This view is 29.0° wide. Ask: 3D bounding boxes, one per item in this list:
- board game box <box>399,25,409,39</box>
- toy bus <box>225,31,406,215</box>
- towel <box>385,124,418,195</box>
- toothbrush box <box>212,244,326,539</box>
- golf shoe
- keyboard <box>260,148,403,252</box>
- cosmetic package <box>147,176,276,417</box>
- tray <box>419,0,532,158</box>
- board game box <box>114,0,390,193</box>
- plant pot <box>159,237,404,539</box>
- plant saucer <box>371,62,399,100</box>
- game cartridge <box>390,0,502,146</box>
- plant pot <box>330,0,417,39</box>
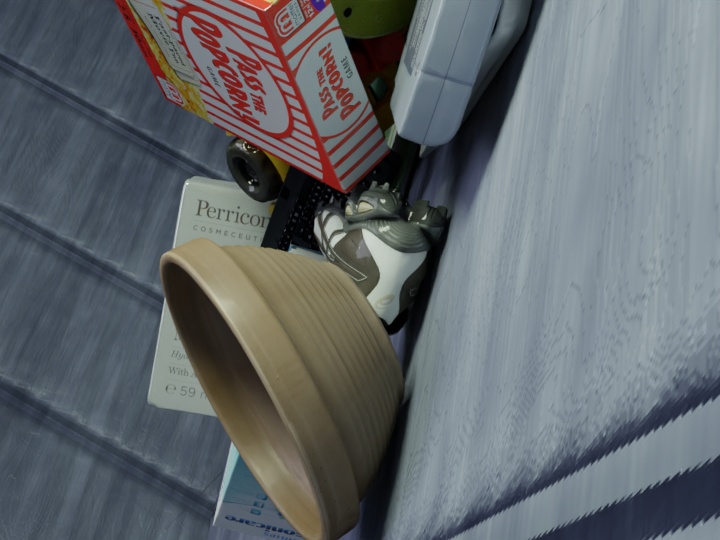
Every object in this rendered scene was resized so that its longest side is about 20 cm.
[{"bbox_3d":[0.082,-0.287,1.007,0.200,0.056,0.166,114,168,-57],"label":"board game box"},{"bbox_3d":[-0.028,-0.146,1.076,0.135,0.201,0.191,-38,24,-28],"label":"toy bus"},{"bbox_3d":[0.028,-0.106,1.213,0.200,0.023,0.154,-164,89,-84],"label":"towel"},{"bbox_3d":[-0.048,0.102,1.080,0.201,0.085,0.147,114,169,-51],"label":"toothbrush box"},{"bbox_3d":[0.000,0.000,0.945,0.200,0.077,0.095,141,144,-82],"label":"golf shoe"},{"bbox_3d":[-0.021,-0.030,1.074,0.040,0.103,0.200,-61,-2,-37],"label":"keyboard"},{"bbox_3d":[-0.095,0.026,1.276,0.165,0.163,0.202,-127,46,-83],"label":"cosmetic package"},{"bbox_3d":[0.077,-0.149,0.866,0.200,0.022,0.108,122,163,-71],"label":"tray"},{"bbox_3d":[-0.082,-0.149,0.899,0.046,0.199,0.152,-44,-43,-19],"label":"board game box"},{"bbox_3d":[-0.036,0.059,0.854,0.201,0.092,0.201,53,162,26],"label":"plant pot"},{"bbox_3d":[0.015,-0.189,1.318,0.200,0.036,0.202,20,-90,-81],"label":"plant saucer"},{"bbox_3d":[0.062,-0.176,0.805,0.133,0.041,0.202,-83,9,-74],"label":"game cartridge"},{"bbox_3d":[-0.032,-0.251,0.918,0.193,0.199,0.202,44,127,38],"label":"plant pot"}]
